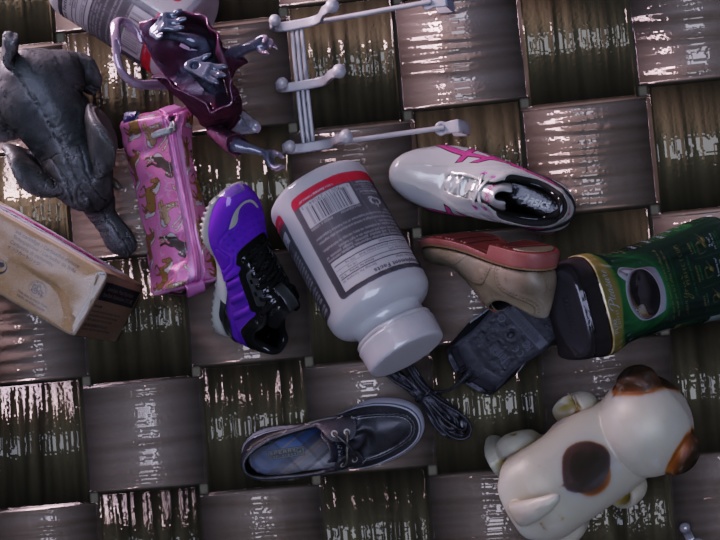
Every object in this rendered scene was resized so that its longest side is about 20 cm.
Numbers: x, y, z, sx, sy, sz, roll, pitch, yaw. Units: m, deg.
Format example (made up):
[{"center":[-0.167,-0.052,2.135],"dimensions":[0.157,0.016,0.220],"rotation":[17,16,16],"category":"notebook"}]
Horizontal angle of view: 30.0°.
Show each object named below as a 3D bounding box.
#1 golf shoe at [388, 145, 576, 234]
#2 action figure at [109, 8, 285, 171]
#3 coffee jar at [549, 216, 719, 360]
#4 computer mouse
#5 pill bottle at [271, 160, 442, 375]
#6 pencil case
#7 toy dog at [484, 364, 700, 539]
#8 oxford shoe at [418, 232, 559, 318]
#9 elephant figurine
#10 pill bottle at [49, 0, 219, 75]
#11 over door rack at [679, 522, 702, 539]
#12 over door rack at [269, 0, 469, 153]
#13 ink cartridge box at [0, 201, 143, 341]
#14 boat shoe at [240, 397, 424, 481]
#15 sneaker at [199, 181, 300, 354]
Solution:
[{"center":[0.125,-0.088,1.382],"dimensions":[0.198,0.092,0.073],"rotation":[12,91,7],"category":"golf shoe"},{"center":[-0.155,-0.171,1.358],"dimensions":[0.147,0.200,0.135],"rotation":[-5,73,6],"category":"action figure"},{"center":[0.278,0.019,1.336],"dimensions":[0.198,0.085,0.105],"rotation":[-15,91,-16],"category":"coffee jar"},{"center":[0.115,0.065,1.402],"dimensions":[0.140,0.046,0.200],"rotation":[41,104,1],"category":"computer mouse"},{"center":[0.000,0.000,1.352],"dimensions":[0.110,0.111,0.201],"rotation":[-30,72,4],"category":"pill bottle"},{"center":[-0.198,-0.071,1.413],"dimensions":[0.082,0.086,0.202],"rotation":[-11,89,15],"category":"pencil case"},{"center":[0.230,0.174,1.318],"dimensions":[0.199,0.194,0.140],"rotation":[-32,73,10],"category":"toy dog"},{"center":[0.120,0.004,1.341],"dimensions":[0.070,0.200,0.076],"rotation":[-6,101,-28],"category":"oxford shoe"},{"center":[-0.300,-0.125,1.390],"dimensions":[0.141,0.155,0.201],"rotation":[-40,69,37],"category":"elephant figurine"},{"center":[-0.258,-0.297,1.415],"dimensions":[0.199,0.111,0.111],"rotation":[33,91,5],"category":"pill bottle"},{"center":[0.402,0.266,1.290],"dimensions":[0.147,0.200,0.067],"rotation":[-29,111,4],"category":"over door rack"},{"center":[0.007,-0.207,1.401],"dimensions":[0.198,0.067,0.149],"rotation":[-6,88,5],"category":"over door rack"},{"center":[-0.339,-0.007,1.386],"dimensions":[0.199,0.165,0.076],"rotation":[29,89,5],"category":"ink cartridge box"},{"center":[-0.032,0.180,1.393],"dimensions":[0.198,0.066,0.071],"rotation":[-8,98,8],"category":"boat shoe"},{"center":[-0.101,0.004,1.355],"dimensions":[0.099,0.201,0.069],"rotation":[32,51,32],"category":"sneaker"}]
